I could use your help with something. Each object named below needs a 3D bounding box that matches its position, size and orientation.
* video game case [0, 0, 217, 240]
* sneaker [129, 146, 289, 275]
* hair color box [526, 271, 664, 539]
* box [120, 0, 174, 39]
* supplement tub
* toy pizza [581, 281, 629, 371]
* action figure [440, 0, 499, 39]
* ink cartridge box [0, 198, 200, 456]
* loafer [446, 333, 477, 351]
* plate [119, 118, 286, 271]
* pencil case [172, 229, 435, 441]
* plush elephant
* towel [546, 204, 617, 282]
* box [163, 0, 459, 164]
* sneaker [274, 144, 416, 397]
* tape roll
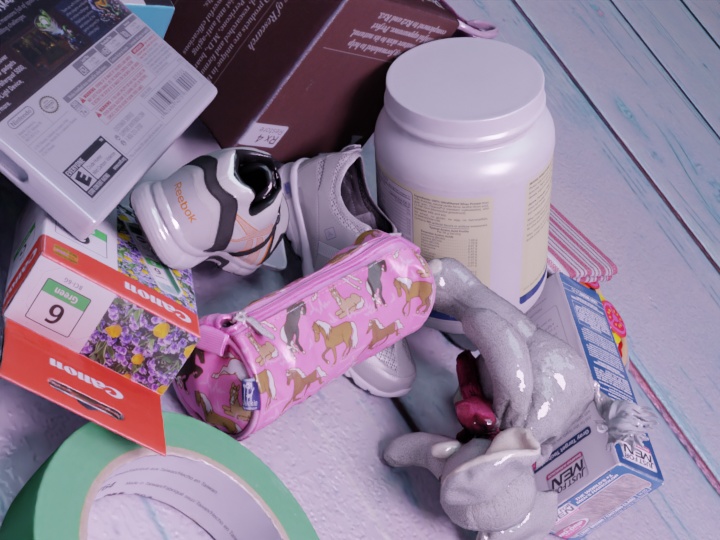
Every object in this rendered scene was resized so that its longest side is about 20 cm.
[{"bbox_3d":[-0.198,-0.131,0.783,0.181,0.023,0.201,42,34,-9],"label":"video game case"},{"bbox_3d":[-0.077,-0.042,0.828,0.074,0.079,0.200,62,14,2],"label":"sneaker"},{"bbox_3d":[0.172,0.111,1.032,0.060,0.100,0.202,25,37,-32],"label":"hair color box"},{"bbox_3d":[-0.240,-0.200,0.883,0.198,0.049,0.083,-5,52,-37],"label":"box"},{"bbox_3d":[0.083,-0.067,0.990,0.143,0.202,0.146,-2,39,1],"label":"supplement tub"},{"bbox_3d":[0.204,0.026,1.232,0.199,0.032,0.202,31,35,-24],"label":"toy pizza"},{"bbox_3d":[0.038,-0.299,1.301,0.133,0.148,0.203,5,64,-40],"label":"action figure"},{"bbox_3d":[-0.153,0.018,0.736,0.108,0.051,0.200,30,16,-23],"label":"ink cartridge box"},{"bbox_3d":[0.108,-0.013,1.129,0.071,0.063,0.201,31,34,-25],"label":"loafer"},{"bbox_3d":[-0.153,-0.096,0.936,0.198,0.032,0.202,23,38,-36],"label":"plate"},{"bbox_3d":[-0.034,0.039,0.836,0.199,0.086,0.084,-28,92,-44],"label":"pencil case"},{"bbox_3d":[0.094,0.122,0.900,0.199,0.166,0.155,28,60,34],"label":"plush elephant"},{"bbox_3d":[0.168,-0.038,1.184,0.146,0.030,0.199,45,19,18],"label":"towel"},{"bbox_3d":[-0.064,-0.214,0.990,0.201,0.165,0.165,52,26,21],"label":"box"},{"bbox_3d":[0.000,0.000,0.945,0.074,0.081,0.202,-22,88,-58],"label":"sneaker"},{"bbox_3d":[-0.101,0.174,0.680,0.199,0.048,0.202,31,35,-25],"label":"tape roll"}]
